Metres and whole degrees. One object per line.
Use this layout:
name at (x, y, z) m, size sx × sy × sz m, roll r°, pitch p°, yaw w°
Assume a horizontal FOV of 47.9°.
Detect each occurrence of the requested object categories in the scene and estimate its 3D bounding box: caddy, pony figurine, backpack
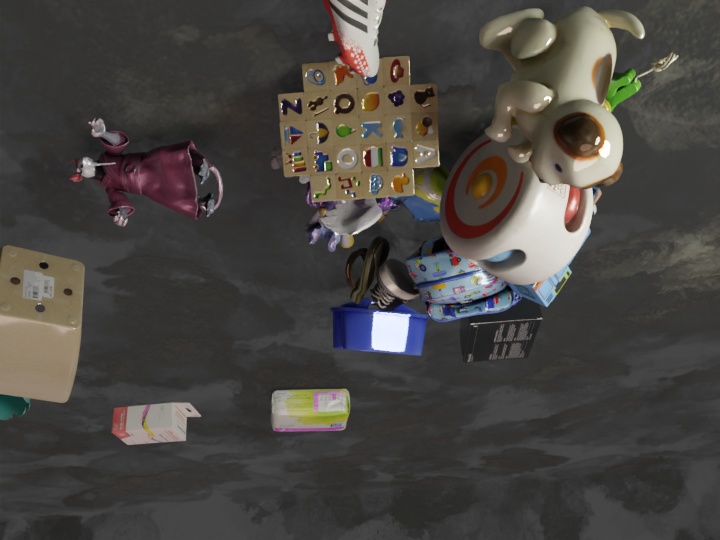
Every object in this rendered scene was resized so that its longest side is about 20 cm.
caddy at (0.035, 0.103, 1.548) m, size 0.196 × 0.107 × 0.141 m, roll 6°, pitch 173°, yaw -19°
pony figurine at (-0.017, -0.110, 1.120) m, size 0.191 × 0.168 × 0.201 m, roll -27°, pitch 160°, yaw -29°
backpack at (0.164, 0.005, 1.278) m, size 0.179 × 0.138 × 0.200 m, roll -11°, pitch 178°, yaw 16°

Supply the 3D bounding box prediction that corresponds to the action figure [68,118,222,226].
action figure at (-0.296, -0.139, 1.097) m, size 0.196 × 0.137 × 0.149 m, roll 7°, pitch -164°, yaw 6°

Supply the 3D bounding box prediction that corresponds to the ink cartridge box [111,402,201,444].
ink cartridge box at (-0.513, 0.388, 2.054) m, size 0.195 × 0.069 × 0.117 m, roll -6°, pitch 152°, yaw 5°

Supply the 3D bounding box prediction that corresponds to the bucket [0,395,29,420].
bucket at (-0.751, 0.202, 1.604) m, size 0.202 × 0.137 × 0.208 m, roll -2°, pitch 152°, yaw -1°

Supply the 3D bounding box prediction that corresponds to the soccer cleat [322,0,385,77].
soccer cleat at (0.001, -0.282, 0.859) m, size 0.083 × 0.070 × 0.201 m, roll -7°, pitch 148°, yaw 16°

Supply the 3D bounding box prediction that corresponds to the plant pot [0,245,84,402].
plant pot at (-0.552, 0.076, 1.348) m, size 0.197 × 0.203 × 0.177 m, roll 15°, pitch 136°, yaw -32°

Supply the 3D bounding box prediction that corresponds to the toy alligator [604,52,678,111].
toy alligator at (0.304, -0.225, 1.017) m, size 0.054 × 0.059 × 0.200 m, roll 45°, pitch 140°, yaw -2°

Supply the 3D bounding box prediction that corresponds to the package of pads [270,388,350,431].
package of pads at (-0.127, 0.351, 2.029) m, size 0.195 × 0.069 × 0.155 m, roll 0°, pitch 152°, yaw -7°

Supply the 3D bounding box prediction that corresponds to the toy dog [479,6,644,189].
toy dog at (0.237, -0.184, 0.922) m, size 0.190 × 0.204 × 0.140 m, roll -13°, pitch 152°, yaw 19°

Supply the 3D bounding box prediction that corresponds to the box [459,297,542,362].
box at (0.273, 0.108, 1.608) m, size 0.138 × 0.080 × 0.201 m, roll -7°, pitch 153°, yaw -1°

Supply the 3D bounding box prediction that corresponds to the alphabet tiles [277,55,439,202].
alphabet tiles at (-0.001, -0.172, 0.998) m, size 0.195 × 0.170 × 0.006 m, roll -4°, pitch -165°, yaw 1°

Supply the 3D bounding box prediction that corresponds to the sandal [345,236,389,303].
sandal at (-0.001, 0.001, 1.386) m, size 0.057 × 0.080 × 0.201 m, roll 32°, pitch 155°, yaw 2°

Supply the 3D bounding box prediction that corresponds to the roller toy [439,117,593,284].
roller toy at (0.199, -0.089, 1.061) m, size 0.138 × 0.183 × 0.201 m, roll 24°, pitch 111°, yaw -34°

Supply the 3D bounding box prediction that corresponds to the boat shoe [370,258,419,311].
boat shoe at (0.052, 0.035, 1.376) m, size 0.092 × 0.076 × 0.199 m, roll -34°, pitch 165°, yaw 18°

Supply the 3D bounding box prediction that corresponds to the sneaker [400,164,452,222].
sneaker at (0.140, -0.104, 1.219) m, size 0.198 × 0.077 × 0.104 m, roll 22°, pitch 159°, yaw -33°

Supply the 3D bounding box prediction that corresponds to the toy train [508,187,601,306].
toy train at (0.280, -0.052, 1.197) m, size 0.086 × 0.201 × 0.114 m, roll 25°, pitch 165°, yaw 47°
